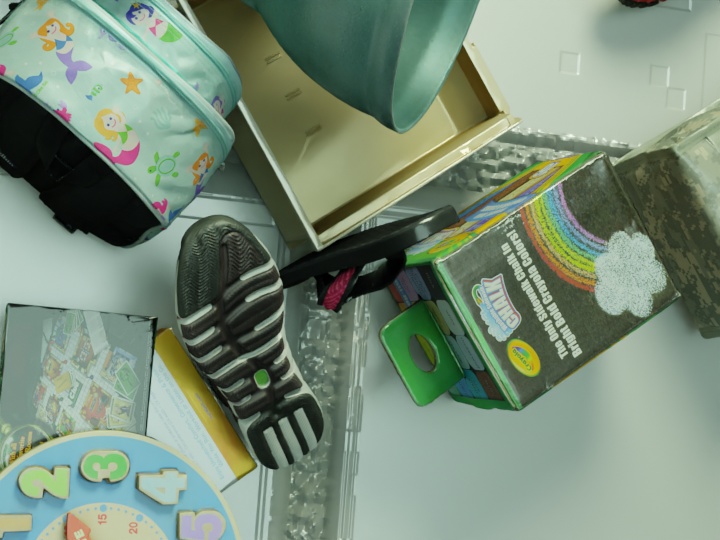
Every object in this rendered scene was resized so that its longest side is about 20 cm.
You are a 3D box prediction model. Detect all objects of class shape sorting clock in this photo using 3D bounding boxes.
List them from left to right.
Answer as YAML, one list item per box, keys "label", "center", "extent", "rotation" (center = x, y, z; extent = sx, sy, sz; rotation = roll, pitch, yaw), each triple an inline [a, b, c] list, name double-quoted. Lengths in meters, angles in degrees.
- label: "shape sorting clock"
  center: [-0.171, 0.207, 1.076]
  extent: [0.198, 0.039, 0.202]
  rotation: [1, 88, -16]

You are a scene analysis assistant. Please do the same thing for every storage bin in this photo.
- label: "storage bin"
  center: [-0.011, -0.148, 1.178]
  extent: [0.198, 0.094, 0.201]
  rotation: [-32, 97, -16]

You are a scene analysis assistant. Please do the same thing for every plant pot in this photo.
- label: "plant pot"
  center: [0.001, -0.206, 1.051]
  extent: [0.133, 0.200, 0.202]
  rotation: [22, 80, 11]

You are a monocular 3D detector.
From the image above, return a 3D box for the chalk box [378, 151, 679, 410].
- label: "chalk box"
  center: [0.103, 0.020, 1.184]
  extent: [0.199, 0.124, 0.126]
  rotation: [-32, 98, -15]

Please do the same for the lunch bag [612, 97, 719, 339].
- label: "lunch bag"
  center: [0.327, -0.065, 1.272]
  extent: [0.199, 0.117, 0.165]
  rotation: [-32, 96, -22]

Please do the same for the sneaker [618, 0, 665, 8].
- label: "sneaker"
  center: [0.260, -0.279, 1.289]
  extent: [0.199, 0.079, 0.096]
  rotation: [-31, 87, -25]

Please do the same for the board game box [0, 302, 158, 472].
- label: "board game box"
  center: [-0.197, 0.127, 1.103]
  extent: [0.104, 0.023, 0.202]
  rotation: [7, 86, -18]

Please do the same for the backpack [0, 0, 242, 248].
- label: "backpack"
  center: [-0.168, -0.108, 1.065]
  extent: [0.177, 0.200, 0.151]
  rotation: [42, 81, -11]

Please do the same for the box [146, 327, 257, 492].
- label: "box"
  center: [-0.185, 0.143, 1.138]
  extent: [0.199, 0.041, 0.120]
  rotation: [-34, 98, -14]

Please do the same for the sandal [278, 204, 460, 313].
- label: "sandal"
  center: [0.000, 0.000, 1.119]
  extent: [0.075, 0.199, 0.045]
  rotation: [-29, 98, -34]

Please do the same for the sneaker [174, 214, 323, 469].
- label: "sneaker"
  center: [-0.096, 0.037, 1.123]
  extent: [0.075, 0.115, 0.202]
  rotation: [-26, 123, -16]
